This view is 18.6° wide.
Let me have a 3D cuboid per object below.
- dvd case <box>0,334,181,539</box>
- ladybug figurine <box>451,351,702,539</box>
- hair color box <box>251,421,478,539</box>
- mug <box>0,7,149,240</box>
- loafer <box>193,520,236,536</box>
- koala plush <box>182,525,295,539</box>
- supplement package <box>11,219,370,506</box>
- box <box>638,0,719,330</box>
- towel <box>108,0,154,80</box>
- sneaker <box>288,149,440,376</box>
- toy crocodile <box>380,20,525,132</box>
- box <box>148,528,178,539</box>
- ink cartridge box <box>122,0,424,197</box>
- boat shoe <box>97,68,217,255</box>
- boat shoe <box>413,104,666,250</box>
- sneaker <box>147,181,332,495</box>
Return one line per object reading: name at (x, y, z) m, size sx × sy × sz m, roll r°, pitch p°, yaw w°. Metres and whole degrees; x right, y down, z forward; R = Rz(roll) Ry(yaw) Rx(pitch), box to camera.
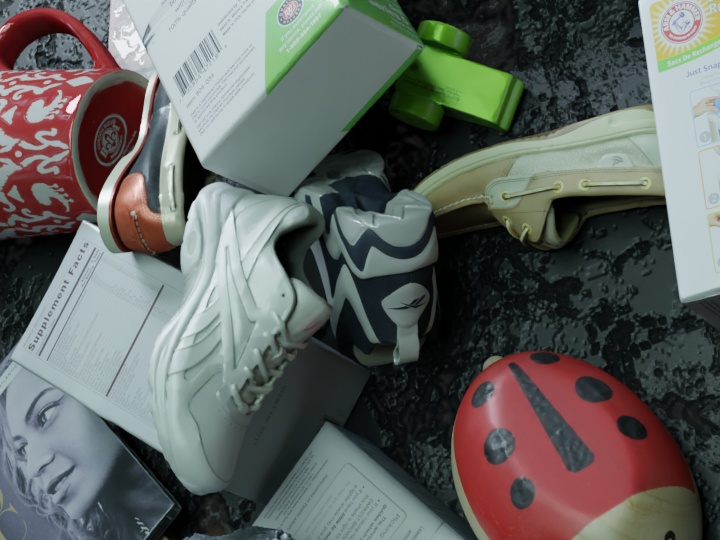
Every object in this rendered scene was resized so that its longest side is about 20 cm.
dvd case at (-0.227, 0.160, 1.546) m, size 0.149 × 0.016 × 0.200 m, roll -51°, pitch 54°, yaw 6°
ladybug figurine at (0.126, 0.119, 1.331) m, size 0.135 × 0.072 × 0.200 m, roll -32°, pitch 53°, yaw -10°
hair color box at (0.028, 0.195, 1.388) m, size 0.200 × 0.061 × 0.099 m, roll 39°, pitch 95°, yaw 34°
mug at (-0.238, -0.105, 1.569) m, size 0.199 × 0.133 × 0.179 m, roll 0°, pitch 90°, yaw 39°
loafer at (-0.110, 0.261, 1.422) m, size 0.070 × 0.073 × 0.202 m, roll 7°, pitch 74°, yaw -8°
koala plush at (-0.063, 0.277, 1.334) m, size 0.176 × 0.201 × 0.184 m, roll -27°, pitch 23°, yaw -5°
supplement package at (-0.115, 0.064, 1.482) m, size 0.199 × 0.109 × 0.114 m, roll 28°, pitch 88°, yaw 33°
box at (0.244, -0.072, 1.321) m, size 0.101 × 0.112 × 0.202 m, roll -16°, pitch 66°, yaw 26°
towel at (-0.100, -0.185, 1.603) m, size 0.198 × 0.032 × 0.193 m, roll -8°, pitch 70°, yaw 27°
sneaker at (0.000, 0.000, 1.457) m, size 0.199 × 0.079 × 0.131 m, roll 32°, pitch 130°, yaw 60°
toy crocodile at (0.014, -0.138, 1.497) m, size 0.198 × 0.062 × 0.068 m, roll 15°, pitch 82°, yaw 11°
box at (-0.211, 0.242, 1.531) m, size 0.163 × 0.021 × 0.201 m, roll 40°, pitch 96°, yaw 33°
ink cartridge box at (-0.066, -0.172, 1.437) m, size 0.146 × 0.084 × 0.201 m, roll -46°, pitch 49°, yaw 22°
boat shoe at (-0.117, -0.086, 1.490) m, size 0.062 × 0.071 × 0.201 m, roll -6°, pitch 39°, yaw 25°
boat shoe at (0.119, -0.048, 1.407) m, size 0.199 × 0.074 × 0.067 m, roll -18°, pitch 72°, yaw 32°
sneaker at (-0.069, 0.040, 1.356) m, size 0.099 × 0.078 × 0.202 m, roll 1°, pitch 73°, yaw 24°
